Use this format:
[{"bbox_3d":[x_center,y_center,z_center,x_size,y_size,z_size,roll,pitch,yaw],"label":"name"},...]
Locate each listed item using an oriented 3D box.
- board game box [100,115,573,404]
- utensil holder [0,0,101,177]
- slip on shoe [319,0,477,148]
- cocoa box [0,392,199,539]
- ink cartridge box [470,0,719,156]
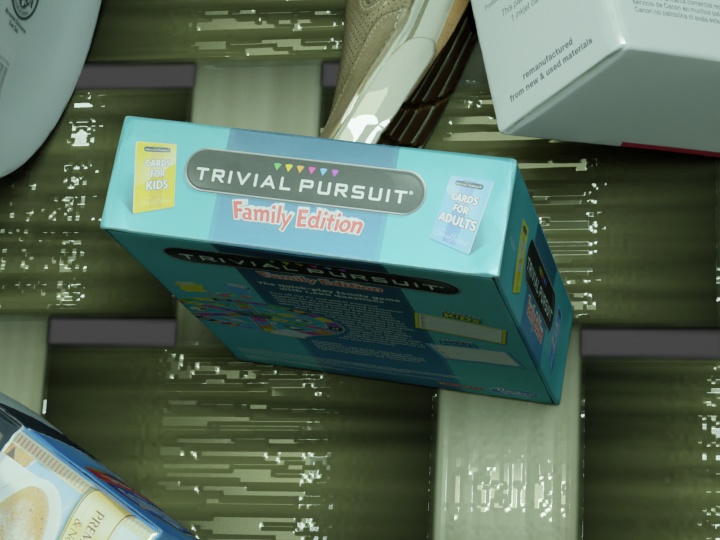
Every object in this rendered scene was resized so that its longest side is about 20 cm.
[{"bbox_3d":[0.000,0.000,0.835,0.150,0.200,0.047,7,75,14],"label":"board game box"},{"bbox_3d":[-0.237,-0.144,0.948,0.199,0.170,0.171,16,78,14],"label":"utensil holder"},{"bbox_3d":[0.019,-0.115,0.930,0.060,0.076,0.201,26,78,13],"label":"slip on shoe"},{"bbox_3d":[-0.168,0.162,0.858,0.131,0.133,0.201,33,83,18],"label":"cocoa box"},{"bbox_3d":[0.116,-0.159,0.882,0.084,0.144,0.201,-33,61,48],"label":"ink cartridge box"}]
